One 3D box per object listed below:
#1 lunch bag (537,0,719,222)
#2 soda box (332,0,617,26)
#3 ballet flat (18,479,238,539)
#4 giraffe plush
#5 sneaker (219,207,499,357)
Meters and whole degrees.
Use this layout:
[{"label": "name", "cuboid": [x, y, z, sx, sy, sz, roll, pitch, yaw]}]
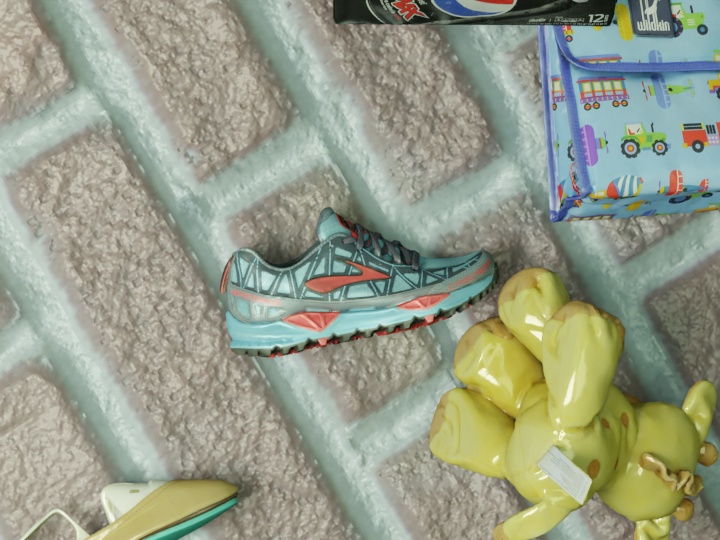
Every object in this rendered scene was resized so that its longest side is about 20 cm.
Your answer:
[{"label": "lunch bag", "cuboid": [0.207, -0.146, 1.525, 0.149, 0.094, 0.202, -5, 79, -10]}, {"label": "soda box", "cuboid": [0.079, -0.214, 1.469, 0.198, 0.063, 0.071, 0, 67, 0]}, {"label": "ballet flat", "cuboid": [-0.180, 0.182, 1.451, 0.199, 0.069, 0.063, -30, 83, -11]}, {"label": "giraffe plush", "cuboid": [0.170, 0.114, 1.484, 0.161, 0.201, 0.173, 18, 120, -35]}, {"label": "sneaker", "cuboid": [0.000, 0.000, 1.478, 0.198, 0.079, 0.096, -12, 91, -12]}]
